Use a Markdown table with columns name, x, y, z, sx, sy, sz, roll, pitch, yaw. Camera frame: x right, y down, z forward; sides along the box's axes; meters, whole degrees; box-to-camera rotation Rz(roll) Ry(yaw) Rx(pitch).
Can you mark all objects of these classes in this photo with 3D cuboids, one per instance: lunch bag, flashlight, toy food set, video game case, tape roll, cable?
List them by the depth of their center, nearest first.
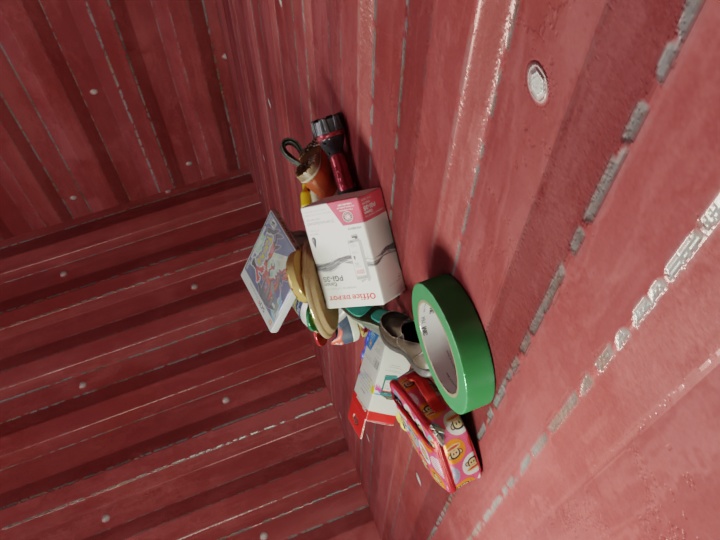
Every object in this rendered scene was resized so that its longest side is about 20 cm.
| name | x | y | z | sx | sy | sz | roll | pitch | yaw |
| --- | --- | --- | --- | --- | --- | --- | --- | --- | --- |
| tape roll | 0.135 | 0.110 | 1.042 | 0.200 | 0.047 | 0.205 | 163 | 91 | -79 |
| lunch bag | 0.124 | 0.261 | 1.202 | 0.200 | 0.081 | 0.179 | 45 | 158 | 60 |
| toy food set | -0.088 | 0.042 | 1.371 | 0.201 | 0.047 | 0.203 | -73 | -31 | -71 |
| flashlight | -0.041 | -0.211 | 1.408 | 0.067 | 0.067 | 0.205 | -6 | 107 | 42 |
| cable | -0.109 | -0.213 | 1.529 | 0.050 | 0.095 | 0.204 | 118 | 133 | -72 |
| video game case | -0.192 | 0.002 | 1.547 | 0.184 | 0.023 | 0.202 | 55 | 129 | 33 |

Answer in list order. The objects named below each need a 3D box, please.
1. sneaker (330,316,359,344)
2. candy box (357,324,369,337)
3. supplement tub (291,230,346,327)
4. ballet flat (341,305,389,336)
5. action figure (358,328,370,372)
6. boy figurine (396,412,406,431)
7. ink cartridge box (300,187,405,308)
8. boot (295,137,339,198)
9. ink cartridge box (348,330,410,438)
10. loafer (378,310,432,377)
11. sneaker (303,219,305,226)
| name | x | y | z | sx | sy | sz | roll | pitch | yaw |
| --- | --- | --- | --- | --- | --- | --- | --- | --- | --- |
| sneaker | -0.070 | 0.080 | 1.655 | 0.075 | 0.083 | 0.204 | 107 | 144 | -71 |
| candy box | -0.010 | 0.043 | 1.664 | 0.118 | 0.055 | 0.202 | 84 | 163 | -44 |
| supplement tub | -0.112 | 0.018 | 1.579 | 0.201 | 0.142 | 0.146 | 50 | 158 | 36 |
| ballet flat | 0.024 | 0.098 | 1.390 | 0.198 | 0.067 | 0.065 | 28 | 142 | 37 |
| action figure | 0.032 | 0.148 | 1.576 | 0.052 | 0.064 | 0.204 | -56 | -22 | -51 |
| boy figurine | 0.095 | 0.281 | 1.474 | 0.200 | 0.063 | 0.127 | -153 | 47 | -74 |
| ink cartridge box | -0.013 | -0.038 | 1.298 | 0.144 | 0.082 | 0.205 | -6 | 105 | 37 |
| boot | -0.078 | -0.223 | 1.504 | 0.107 | 0.074 | 0.202 | 43 | -148 | -25 |
| ink cartridge box | 0.039 | 0.236 | 1.437 | 0.116 | 0.066 | 0.205 | -141 | 65 | -71 |
| loafer | 0.092 | 0.111 | 1.230 | 0.199 | 0.072 | 0.073 | 36 | 140 | 57 |
| sneaker | -0.070 | -0.112 | 1.571 | 0.200 | 0.113 | 0.076 | -168 | 62 | -76 |
